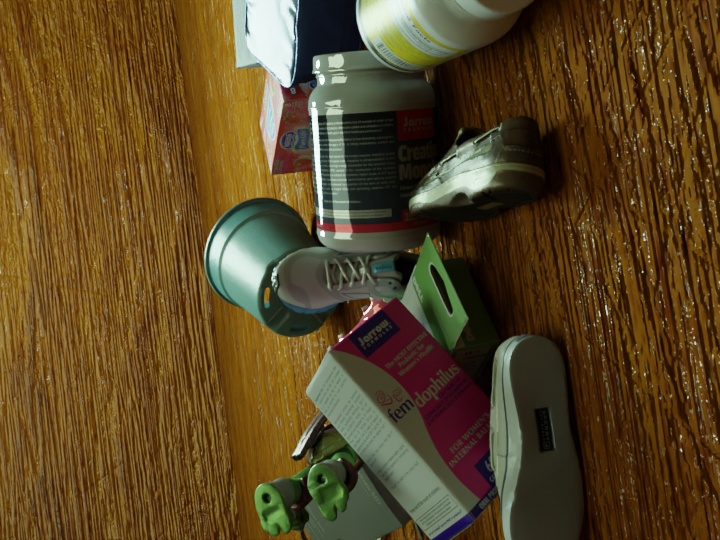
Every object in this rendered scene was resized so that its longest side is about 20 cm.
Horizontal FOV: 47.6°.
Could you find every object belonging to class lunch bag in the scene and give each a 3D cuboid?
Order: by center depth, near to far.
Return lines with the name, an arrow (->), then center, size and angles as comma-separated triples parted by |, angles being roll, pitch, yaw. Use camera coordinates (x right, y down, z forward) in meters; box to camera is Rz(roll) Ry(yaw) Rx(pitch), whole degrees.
lunch bag -> -0.065, -0.345, 1.074 | 0.136, 0.131, 0.202 | 47, 146, 31

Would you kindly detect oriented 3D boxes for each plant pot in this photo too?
plant pot -> -0.136, 0.004, 1.350 | 0.196, 0.197, 0.204 | 37, 132, 56

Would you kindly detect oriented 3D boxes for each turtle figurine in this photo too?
turtle figurine -> -0.016, 0.244, 0.856 | 0.193, 0.141, 0.204 | 1, -80, -68

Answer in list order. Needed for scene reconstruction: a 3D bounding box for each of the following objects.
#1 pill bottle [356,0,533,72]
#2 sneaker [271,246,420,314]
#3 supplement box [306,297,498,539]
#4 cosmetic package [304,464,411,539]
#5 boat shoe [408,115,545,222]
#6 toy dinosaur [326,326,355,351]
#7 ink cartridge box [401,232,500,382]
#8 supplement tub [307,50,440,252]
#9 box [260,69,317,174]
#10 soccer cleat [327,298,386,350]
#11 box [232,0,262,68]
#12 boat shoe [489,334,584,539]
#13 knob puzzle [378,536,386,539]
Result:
pill bottle -> 0.075, -0.240, 0.701 | 0.200, 0.109, 0.114 | -166, 70, -70
sneaker -> 0.000, 0.000, 0.901 | 0.086, 0.197, 0.077 | -25, 73, 61
supplement box -> 0.054, 0.145, 0.789 | 0.200, 0.101, 0.104 | 46, 148, 13
cosmetic package -> -0.001, 0.287, 1.048 | 0.107, 0.090, 0.200 | 52, 140, 8
boat shoe -> 0.106, -0.092, 0.745 | 0.202, 0.073, 0.076 | 171, 105, -66
toy dinosaur -> -0.011, 0.154, 1.202 | 0.202, 0.057, 0.102 | 103, 153, -46
ink cartridge box -> 0.088, 0.058, 0.850 | 0.201, 0.058, 0.105 | 107, 149, -52
supplement tub -> 0.015, -0.129, 0.880 | 0.140, 0.138, 0.204 | -151, 56, -68
box -> -0.093, -0.242, 1.240 | 0.201, 0.094, 0.101 | 115, 143, -63
soccer cleat -> 0.012, 0.103, 1.066 | 0.077, 0.066, 0.201 | 57, 139, 21
box -> -0.142, -0.428, 1.320 | 0.200, 0.103, 0.188 | -148, 54, -69
boat shoe -> 0.143, 0.157, 0.708 | 0.070, 0.069, 0.204 | 161, 103, -77
knob puzzle -> -0.003, 0.364, 1.303 | 0.219, 0.030, 0.225 | 173, 90, -72
